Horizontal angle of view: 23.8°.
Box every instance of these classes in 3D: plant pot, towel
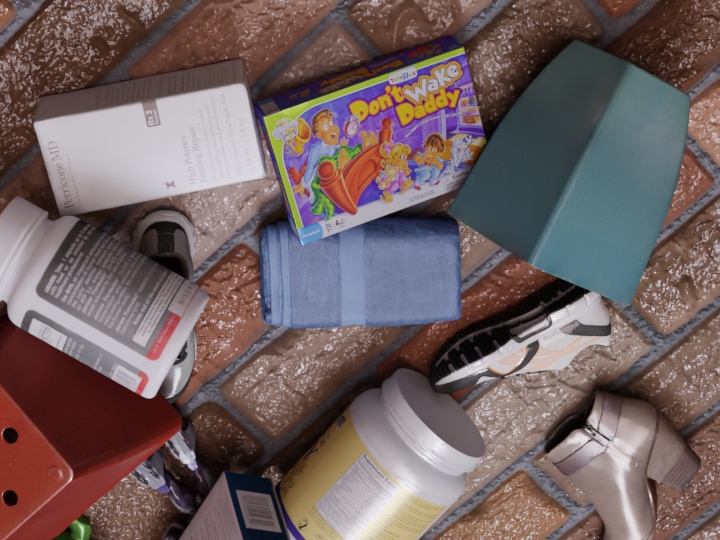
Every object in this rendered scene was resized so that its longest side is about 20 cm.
[{"bbox_3d":[0.208,-0.100,1.588,0.141,0.141,0.201,20,99,-38],"label":"plant pot"},{"bbox_3d":[-0.324,0.156,1.617,0.200,0.176,0.200,-40,92,18],"label":"plant pot"},{"bbox_3d":[0.000,0.000,1.680,0.198,0.049,0.113,-1,112,-3],"label":"towel"}]

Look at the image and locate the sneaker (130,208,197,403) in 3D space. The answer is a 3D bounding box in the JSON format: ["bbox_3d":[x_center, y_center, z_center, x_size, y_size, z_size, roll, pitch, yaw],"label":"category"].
[{"bbox_3d":[-0.196,0.044,1.667,0.073,0.079,0.202,-1,117,-7],"label":"sneaker"}]

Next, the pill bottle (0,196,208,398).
[{"bbox_3d":[-0.250,0.021,1.560,0.199,0.114,0.114,30,110,-4],"label":"pill bottle"}]

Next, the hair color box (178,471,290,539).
[{"bbox_3d":[-0.147,0.308,1.726,0.060,0.100,0.200,14,126,-31],"label":"hair color box"}]

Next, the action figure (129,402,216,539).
[{"bbox_3d":[-0.167,0.237,1.770,0.130,0.069,0.200,-33,117,5],"label":"action figure"}]

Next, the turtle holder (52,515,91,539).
[{"bbox_3d":[-0.321,0.336,1.778,0.141,0.185,0.132,43,108,12],"label":"turtle holder"}]

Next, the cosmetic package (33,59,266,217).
[{"bbox_3d":[-0.195,-0.123,1.590,0.198,0.074,0.102,-13,116,0],"label":"cosmetic package"}]

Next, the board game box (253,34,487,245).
[{"bbox_3d":[0.014,-0.123,1.604,0.199,0.045,0.135,-20,116,-7],"label":"board game box"}]

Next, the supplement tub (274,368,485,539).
[{"bbox_3d":[0.017,0.212,1.730,0.145,0.146,0.200,36,107,-20],"label":"supplement tub"}]

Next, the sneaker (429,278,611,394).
[{"bbox_3d":[0.164,0.082,1.721,0.199,0.074,0.080,-26,117,8],"label":"sneaker"}]

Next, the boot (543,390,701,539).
[{"bbox_3d":[0.258,0.221,1.806,0.146,0.070,0.201,29,109,-11],"label":"boot"}]
